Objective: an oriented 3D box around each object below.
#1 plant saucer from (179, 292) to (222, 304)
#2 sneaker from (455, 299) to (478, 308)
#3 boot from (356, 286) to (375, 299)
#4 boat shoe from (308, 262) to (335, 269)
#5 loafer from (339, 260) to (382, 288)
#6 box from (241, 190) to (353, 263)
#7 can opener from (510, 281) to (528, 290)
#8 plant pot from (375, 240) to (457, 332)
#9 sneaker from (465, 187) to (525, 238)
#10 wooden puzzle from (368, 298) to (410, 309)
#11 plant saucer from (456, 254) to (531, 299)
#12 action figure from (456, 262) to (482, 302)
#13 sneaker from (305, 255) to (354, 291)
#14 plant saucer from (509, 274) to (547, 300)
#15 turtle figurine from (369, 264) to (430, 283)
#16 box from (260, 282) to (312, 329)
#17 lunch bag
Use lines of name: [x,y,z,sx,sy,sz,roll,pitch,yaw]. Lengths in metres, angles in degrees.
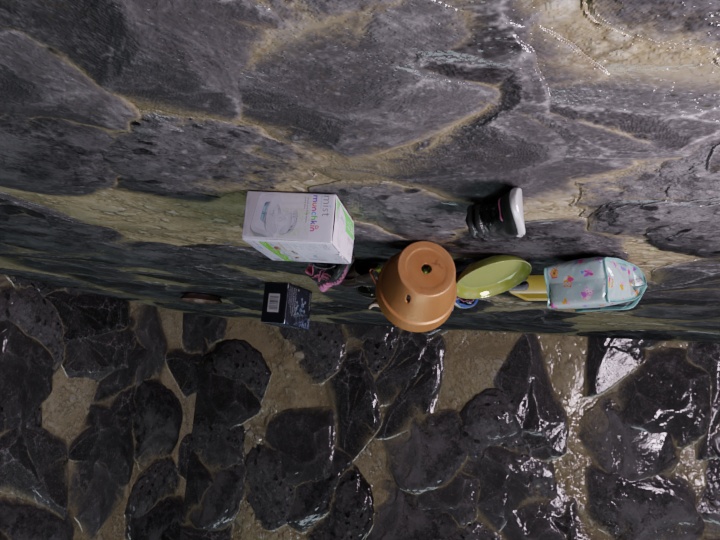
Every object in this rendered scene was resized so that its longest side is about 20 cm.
plant saucer: [-0.737,0.130,2.961,0.196,0.033,0.200,5,171,1]
sneaker: [0.335,0.077,1.977,0.110,0.078,0.198,9,169,45]
boot: [0.030,0.032,1.906,0.201,0.075,0.152,-4,162,44]
boat shoe: [-0.096,-0.034,1.591,0.073,0.064,0.200,4,172,-9]
loafer: [0.000,0.000,1.774,0.197,0.074,0.071,-1,135,39]
box: [-0.114,-0.077,1.241,0.173,0.099,0.200,2,170,10]
can opener: [0.374,0.026,1.785,0.197,0.054,0.066,0,-156,36]
plant pot: [0.139,0.024,1.488,0.196,0.204,0.141,5,154,-4]
sneaker: [0.225,-0.089,1.073,0.097,0.072,0.200,-2,173,12]
wooden puzzle: [0.130,0.105,2.010,0.196,0.038,0.185,6,-175,6]
plant saucer: [0.323,0.012,1.578,0.196,0.032,0.201,-10,154,-5]
action figure: [0.240,0.021,1.736,0.133,0.150,0.200,36,178,-21]
sneaker: [-0.090,-0.009,1.728,0.095,0.080,0.199,41,147,-11]
plant saucer: [0.523,0.054,1.842,0.197,0.050,0.199,-2,168,33]
turtle figurine: [0.134,0.019,1.667,0.198,0.065,0.161,35,144,-11]
box: [-0.277,0.137,2.415,0.105,0.152,0.200,1,170,22]
lunch bag: [0.554,0.034,1.500,0.198,0.125,0.169,2,172,-42]
